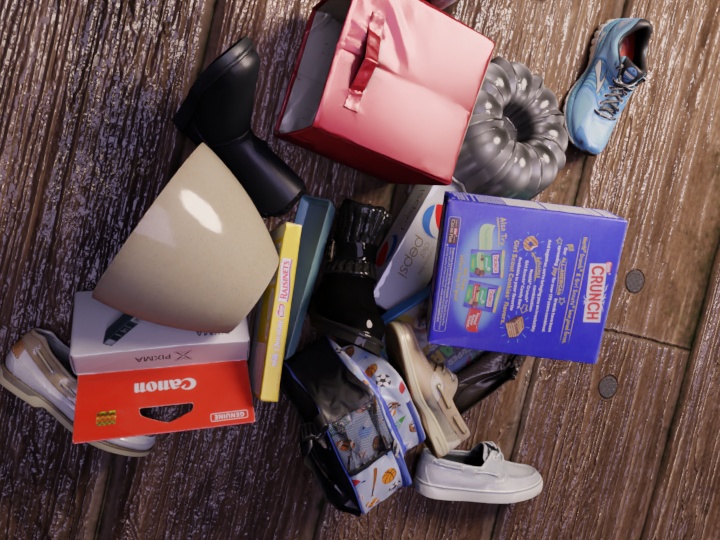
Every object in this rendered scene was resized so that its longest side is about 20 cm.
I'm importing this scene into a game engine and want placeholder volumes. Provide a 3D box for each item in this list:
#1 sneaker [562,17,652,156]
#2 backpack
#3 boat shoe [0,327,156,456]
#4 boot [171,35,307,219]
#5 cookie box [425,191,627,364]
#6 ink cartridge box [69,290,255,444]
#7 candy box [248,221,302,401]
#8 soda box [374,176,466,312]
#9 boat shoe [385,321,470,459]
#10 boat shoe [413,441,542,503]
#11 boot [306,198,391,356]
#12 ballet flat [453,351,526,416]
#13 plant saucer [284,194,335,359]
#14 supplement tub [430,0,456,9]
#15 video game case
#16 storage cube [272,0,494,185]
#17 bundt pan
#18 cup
[{"bbox_3d":[0.349,-0.261,0.907,0.077,0.090,0.204,16,92,-17],"label":"sneaker"},{"bbox_3d":[-0.010,0.192,0.809,0.151,0.200,0.194,-19,114,-12],"label":"backpack"},{"bbox_3d":[-0.318,0.144,0.758,0.199,0.075,0.069,36,91,-16],"label":"boat shoe"},{"bbox_3d":[-0.118,-0.148,0.728,0.168,0.199,0.077,47,61,-14],"label":"boot"},{"bbox_3d":[0.184,0.008,0.752,0.195,0.075,0.175,7,107,2],"label":"cookie box"},{"bbox_3d":[-0.224,0.096,0.739,0.196,0.175,0.044,-3,137,-16],"label":"ink cartridge box"},{"bbox_3d":[-0.105,0.049,0.781,0.026,0.102,0.205,9,84,-16],"label":"candy box"},{"bbox_3d":[0.075,-0.039,0.860,0.063,0.068,0.202,32,86,-18],"label":"soda box"},{"bbox_3d":[0.086,0.142,0.813,0.064,0.072,0.203,-26,113,-9],"label":"boat shoe"},{"bbox_3d":[0.173,0.283,0.925,0.196,0.070,0.073,5,98,-15],"label":"boat shoe"},{"bbox_3d":[-0.002,-0.001,0.770,0.078,0.211,0.160,22,94,-20],"label":"boot"},{"bbox_3d":[0.144,0.166,0.876,0.198,0.046,0.068,-35,126,-1],"label":"ballet flat"},{"bbox_3d":[-0.079,0.007,0.822,0.019,0.069,0.204,16,91,-39],"label":"plant saucer"},{"bbox_3d":[0.095,-0.441,0.793,0.122,0.122,0.202,-37,104,-10],"label":"supplement tub"},{"bbox_3d":[0.103,0.108,0.865,0.142,0.018,0.202,-31,126,-4],"label":"video game case"},{"bbox_3d":[0.021,-0.209,0.761,0.177,0.199,0.174,18,90,-24],"label":"storage cube"},{"bbox_3d":[0.190,-0.184,0.840,0.198,0.075,0.206,7,74,-26],"label":"bundt pan"},{"bbox_3d":[-0.174,-0.013,0.714,0.142,0.200,0.202,37,85,-14],"label":"cup"}]
